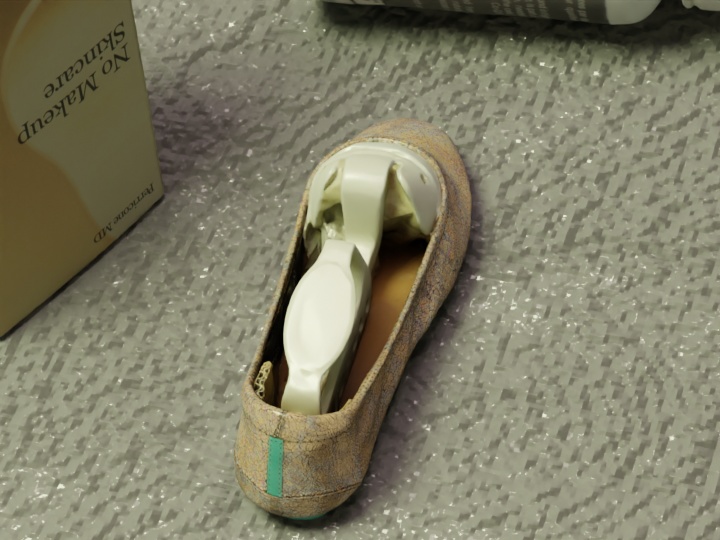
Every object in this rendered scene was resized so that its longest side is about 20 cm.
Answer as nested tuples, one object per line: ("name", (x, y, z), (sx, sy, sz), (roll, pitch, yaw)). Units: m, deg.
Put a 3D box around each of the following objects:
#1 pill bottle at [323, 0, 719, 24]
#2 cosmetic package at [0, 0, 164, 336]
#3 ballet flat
("pill bottle", (0.073, -0.162, 1.063), (0.198, 0.114, 0.114), (6, 50, 11))
("cosmetic package", (-0.142, -0.082, 0.961), (0.071, 0.201, 0.105), (31, 60, 27))
("ballet flat", (0.000, 0.000, 0.964), (0.067, 0.068, 0.201), (6, 50, 11))
